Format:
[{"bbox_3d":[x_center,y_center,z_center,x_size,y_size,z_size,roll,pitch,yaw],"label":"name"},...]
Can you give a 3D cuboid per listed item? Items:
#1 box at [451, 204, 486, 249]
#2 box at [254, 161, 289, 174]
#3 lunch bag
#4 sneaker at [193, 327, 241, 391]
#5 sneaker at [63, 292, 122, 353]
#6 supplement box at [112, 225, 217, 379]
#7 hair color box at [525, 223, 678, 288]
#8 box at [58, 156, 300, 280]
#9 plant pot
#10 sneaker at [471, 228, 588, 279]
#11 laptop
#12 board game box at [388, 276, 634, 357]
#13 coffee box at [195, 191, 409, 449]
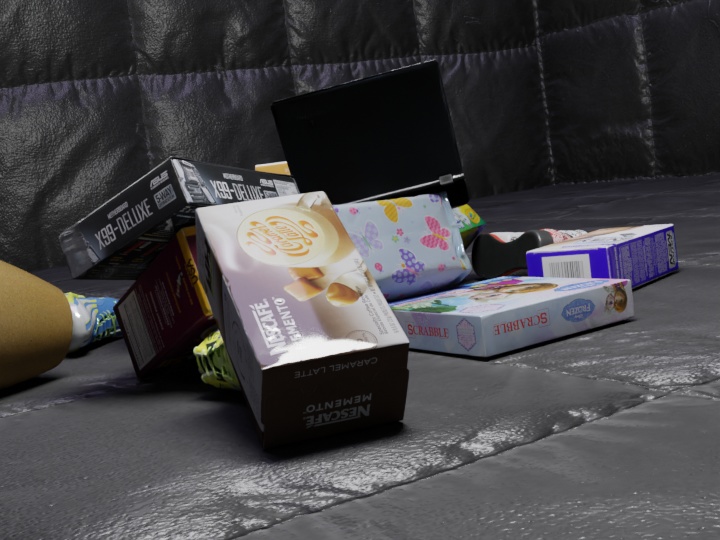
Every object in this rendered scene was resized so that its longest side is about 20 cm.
[{"bbox_3d":[0.093,-0.026,1.519,0.118,0.048,0.200,-52,-17,24],"label":"box"},{"bbox_3d":[-0.060,-0.048,1.470,0.123,0.202,0.097,-7,6,8],"label":"box"},{"bbox_3d":[0.000,0.000,1.255,0.168,0.128,0.200,-9,-21,-27],"label":"lunch bag"},{"bbox_3d":[-0.105,0.082,0.979,0.076,0.076,0.200,-16,-3,-11],"label":"sneaker"},{"bbox_3d":[-0.346,0.058,1.427,0.104,0.077,0.200,-9,5,-23],"label":"sneaker"},{"bbox_3d":[-0.154,0.028,1.094,0.110,0.086,0.200,-12,-16,-35],"label":"supplement box"},{"bbox_3d":[0.299,-0.012,1.350,0.108,0.066,0.199,-3,6,38],"label":"hair color box"},{"bbox_3d":[-0.169,-0.044,1.089,0.157,0.050,0.199,-29,-15,27],"label":"box"},{"bbox_3d":[-0.409,0.055,1.153,0.185,0.189,0.199,-2,-4,41],"label":"plant pot"},{"bbox_3d":[0.240,-0.021,1.524,0.107,0.068,0.201,2,-4,-22],"label":"sneaker"},{"bbox_3d":[0.018,-0.129,1.252,0.185,0.117,0.200,-13,-11,6],"label":"laptop"},{"bbox_3d":[0.138,0.043,1.129,0.198,0.042,0.199,-12,7,-33],"label":"board game box"},{"bbox_3d":[-0.050,0.031,0.850,0.113,0.080,0.201,-9,39,-17],"label":"coffee box"}]
